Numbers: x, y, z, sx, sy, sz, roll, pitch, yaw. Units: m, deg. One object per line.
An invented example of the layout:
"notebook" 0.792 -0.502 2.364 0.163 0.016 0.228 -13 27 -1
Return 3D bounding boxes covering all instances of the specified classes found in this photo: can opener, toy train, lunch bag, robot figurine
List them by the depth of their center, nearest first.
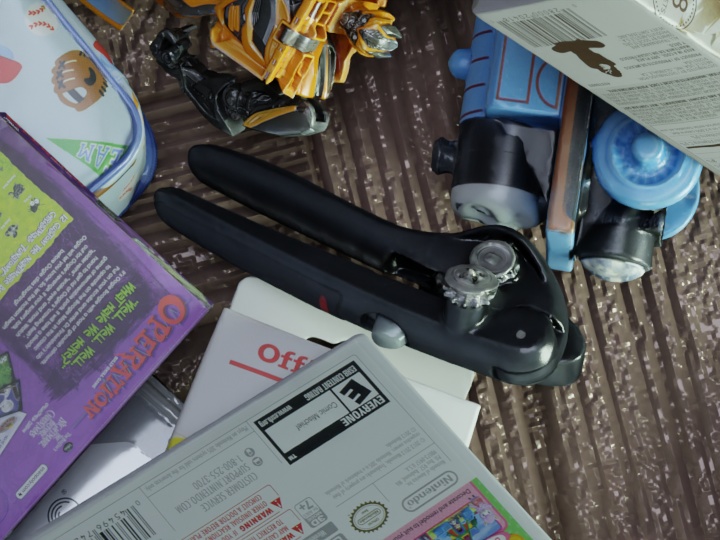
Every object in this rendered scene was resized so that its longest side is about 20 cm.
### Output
"robot figurine" -0.064 -0.146 1.069 0.200 0.058 0.146 37 108 26
"can opener" 0.000 0.000 1.074 0.199 0.079 0.064 22 50 17
"toy train" 0.095 -0.097 1.086 0.113 0.087 0.202 8 78 8
"lunch bag" -0.197 -0.075 1.098 0.160 0.076 0.200 -42 83 -2

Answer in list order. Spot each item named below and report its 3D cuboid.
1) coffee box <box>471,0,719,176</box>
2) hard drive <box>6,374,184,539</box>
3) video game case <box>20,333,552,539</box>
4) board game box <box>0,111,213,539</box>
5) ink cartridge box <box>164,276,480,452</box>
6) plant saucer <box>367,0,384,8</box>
"coffee box" 0.149 -0.109 0.996 0.199 0.079 0.115 28 69 -35
"hard drive" -0.086 0.137 1.079 0.200 0.038 0.140 41 84 8
"video game case" -0.018 0.135 0.935 0.199 0.022 0.182 -30 65 -29
"board game box" -0.169 0.049 1.043 0.120 0.032 0.200 43 94 1
"ink cartridge box" -0.026 0.095 1.030 0.114 0.068 0.201 20 66 -1
"plant saucer" -0.016 -0.203 1.097 0.199 0.034 0.202 -2 86 29
